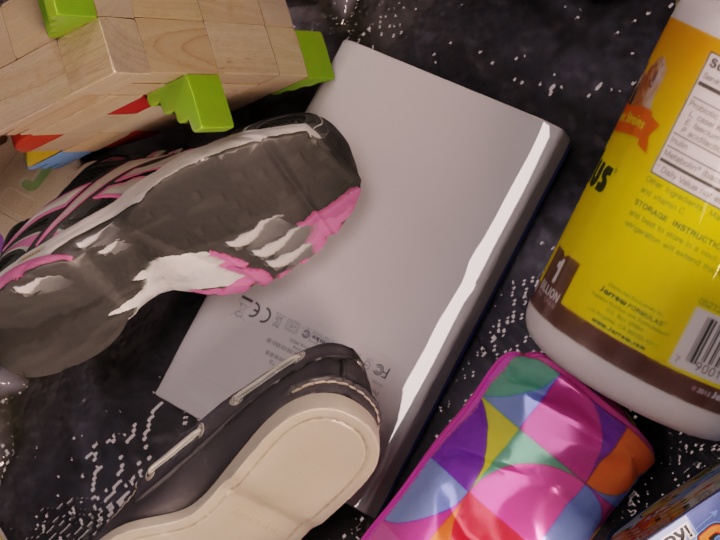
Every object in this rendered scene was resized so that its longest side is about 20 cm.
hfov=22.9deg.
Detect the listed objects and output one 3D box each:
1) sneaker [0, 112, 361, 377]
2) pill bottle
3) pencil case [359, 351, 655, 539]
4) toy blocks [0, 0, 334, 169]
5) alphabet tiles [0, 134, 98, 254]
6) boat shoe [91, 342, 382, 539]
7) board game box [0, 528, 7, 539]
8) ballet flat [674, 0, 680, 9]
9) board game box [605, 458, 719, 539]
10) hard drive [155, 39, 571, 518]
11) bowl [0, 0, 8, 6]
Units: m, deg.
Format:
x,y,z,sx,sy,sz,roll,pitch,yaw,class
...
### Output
x,y,z,sx,sy,sz,roll,pitch,yaw,class
-0.100,-0.032,0.865,0.198,0.081,0.087,-22,39,7,sneaker
0.156,-0.039,0.738,0.109,0.109,0.201,32,102,28,pill bottle
0.039,0.125,0.771,0.088,0.088,0.200,40,88,29,pencil case
-0.124,-0.092,0.837,0.136,0.199,0.101,-21,84,31,toy blocks
-0.216,-0.041,0.962,0.199,0.015,0.197,24,73,28,alphabet tiles
-0.065,0.105,0.829,0.200,0.072,0.063,-40,28,28,boat shoe
-0.261,0.143,0.922,0.134,0.034,0.200,-41,62,5,board game box
0.241,-0.131,0.787,0.198,0.071,0.071,-5,71,20,ballet flat
0.150,0.086,0.671,0.135,0.200,0.035,-36,81,8,board game box
0.000,0.000,0.863,0.131,0.025,0.201,25,84,28,hard drive
-0.238,-0.121,0.924,0.200,0.090,0.203,17,111,52,bowl
